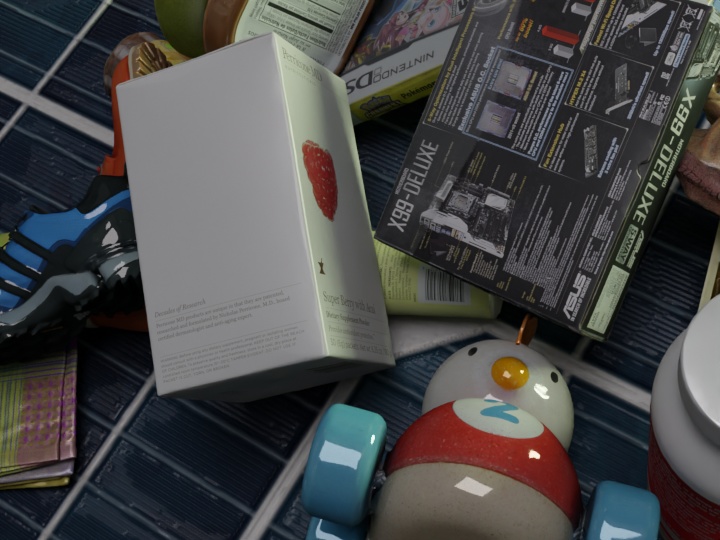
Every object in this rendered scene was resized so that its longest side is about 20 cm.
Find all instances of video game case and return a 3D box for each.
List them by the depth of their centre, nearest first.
[{"bbox_3d":[0.031,-0.209,0.937,0.179,0.025,0.203,-18,55,38],"label":"video game case"}]

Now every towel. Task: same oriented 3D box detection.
[{"bbox_3d":[-0.266,0.065,0.906,0.141,0.023,0.203,-10,60,8],"label":"towel"}]

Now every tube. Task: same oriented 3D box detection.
[{"bbox_3d":[0.000,0.000,0.871,0.197,0.053,0.058,3,32,18],"label":"tube"}]

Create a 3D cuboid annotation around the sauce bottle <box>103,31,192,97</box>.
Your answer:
[{"bbox_3d":[-0.107,-0.106,0.940,0.199,0.065,0.065,37,75,25],"label":"sauce bottle"}]

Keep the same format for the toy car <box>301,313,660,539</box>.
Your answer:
[{"bbox_3d":[0.078,0.097,0.741,0.182,0.178,0.202,14,53,7],"label":"toy car"}]

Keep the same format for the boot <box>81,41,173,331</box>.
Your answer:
[{"bbox_3d":[-0.167,-0.055,0.889,0.106,0.075,0.203,-5,89,22],"label":"boot"}]

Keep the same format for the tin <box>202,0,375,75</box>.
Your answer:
[{"bbox_3d":[-0.036,-0.210,0.887,0.042,0.111,0.202,43,111,50],"label":"tin"}]

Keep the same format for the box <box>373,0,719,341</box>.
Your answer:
[{"bbox_3d":[0.114,-0.080,0.774,0.156,0.050,0.203,24,94,33],"label":"box"}]

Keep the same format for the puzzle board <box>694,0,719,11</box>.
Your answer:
[{"bbox_3d":[0.244,-0.268,0.977,0.151,0.017,0.199,-45,62,-13],"label":"puzzle board"}]

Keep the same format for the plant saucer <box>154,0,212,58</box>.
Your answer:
[{"bbox_3d":[-0.072,-0.240,0.921,0.031,0.201,0.201,32,72,19],"label":"plant saucer"}]

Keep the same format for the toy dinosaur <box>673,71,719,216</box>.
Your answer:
[{"bbox_3d":[0.242,-0.050,0.760,0.198,0.086,0.136,20,52,17],"label":"toy dinosaur"}]

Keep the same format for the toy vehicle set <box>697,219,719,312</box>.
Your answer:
[{"bbox_3d":[0.288,-0.011,0.802,0.122,0.027,0.202,12,54,17],"label":"toy vehicle set"}]

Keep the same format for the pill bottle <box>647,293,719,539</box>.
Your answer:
[{"bbox_3d":[0.212,0.090,0.686,0.110,0.201,0.114,-5,61,9],"label":"pill bottle"}]

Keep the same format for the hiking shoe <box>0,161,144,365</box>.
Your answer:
[{"bbox_3d":[-0.217,0.004,0.854,0.198,0.074,0.088,-22,71,17],"label":"hiking shoe"}]

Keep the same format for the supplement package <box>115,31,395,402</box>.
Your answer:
[{"bbox_3d":[-0.066,-0.027,0.811,0.118,0.121,0.203,-14,78,20],"label":"supplement package"}]
